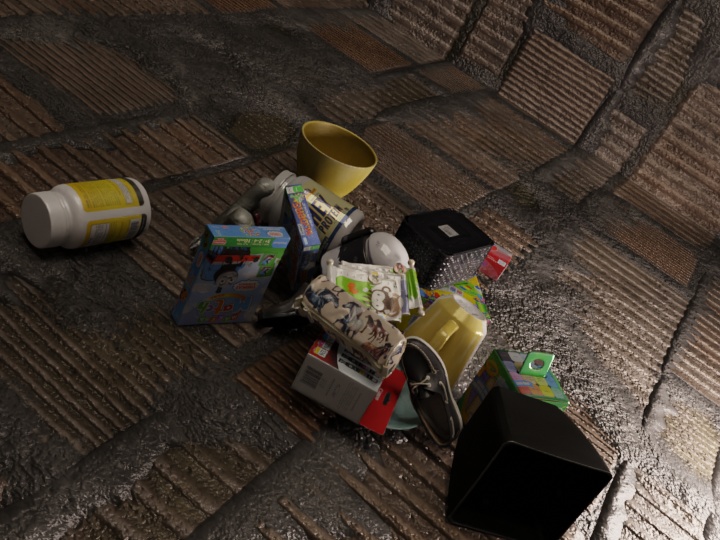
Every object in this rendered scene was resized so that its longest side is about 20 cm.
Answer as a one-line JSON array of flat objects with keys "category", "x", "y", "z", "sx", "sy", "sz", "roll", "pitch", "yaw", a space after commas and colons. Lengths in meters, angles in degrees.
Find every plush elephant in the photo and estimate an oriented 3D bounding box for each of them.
[{"category": "plush elephant", "x": -0.215, "y": -0.047, "z": 1.521, "sx": 0.155, "sy": 0.200, "sz": 0.165, "roll": 46, "pitch": 28, "yaw": -16}]

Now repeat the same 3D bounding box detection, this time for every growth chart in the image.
[{"category": "growth chart", "x": 0.026, "y": 0.038, "z": 1.426, "sx": 0.199, "sy": 0.018, "sz": 0.145, "roll": 2, "pitch": 55, "yaw": -26}]

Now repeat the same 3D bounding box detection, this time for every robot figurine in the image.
[{"category": "robot figurine", "x": 0.001, "y": 0.002, "z": 1.564, "sx": 0.151, "sy": 0.200, "sz": 0.125, "roll": 66, "pitch": 22, "yaw": -5}]

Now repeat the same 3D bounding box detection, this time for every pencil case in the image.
[{"category": "pencil case", "x": -0.014, "y": 0.094, "z": 1.296, "sx": 0.200, "sy": 0.078, "sz": 0.089, "roll": 36, "pitch": 47, "yaw": 17}]

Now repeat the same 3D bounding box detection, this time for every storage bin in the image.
[{"category": "storage bin", "x": 0.168, "y": -0.049, "z": 1.647, "sx": 0.135, "sy": 0.094, "sz": 0.200, "roll": 43, "pitch": 32, "yaw": 25}]

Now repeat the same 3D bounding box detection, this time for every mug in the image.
[{"category": "mug", "x": 0.167, "y": 0.137, "z": 1.508, "sx": 0.149, "sy": 0.153, "sz": 0.187, "roll": 31, "pitch": 16, "yaw": -21}]

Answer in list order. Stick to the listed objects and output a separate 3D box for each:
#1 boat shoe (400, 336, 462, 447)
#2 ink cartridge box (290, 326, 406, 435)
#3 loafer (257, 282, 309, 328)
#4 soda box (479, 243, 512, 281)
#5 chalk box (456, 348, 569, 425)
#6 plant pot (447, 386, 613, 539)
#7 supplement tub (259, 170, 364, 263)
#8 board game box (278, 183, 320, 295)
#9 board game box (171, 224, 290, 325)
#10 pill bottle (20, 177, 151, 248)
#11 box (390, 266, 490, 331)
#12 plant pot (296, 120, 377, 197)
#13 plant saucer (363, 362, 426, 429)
[{"category": "boat shoe", "x": 0.116, "y": 0.212, "z": 1.366, "sx": 0.201, "sy": 0.074, "sz": 0.060, "roll": 69, "pitch": 25, "yaw": -9}, {"category": "ink cartridge box", "x": 0.002, "y": 0.163, "z": 1.364, "sx": 0.175, "sy": 0.084, "sz": 0.200, "roll": 29, "pitch": 30, "yaw": 2}, {"category": "loafer", "x": -0.099, "y": 0.059, "z": 1.475, "sx": 0.199, "sy": 0.073, "sz": 0.072, "roll": -10, "pitch": 71, "yaw": -17}, {"category": "soda box", "x": 0.287, "y": -0.060, "z": 2.027, "sx": 0.200, "sy": 0.064, "sz": 0.070, "roll": 32, "pitch": 31, "yaw": 5}, {"category": "chalk box", "x": 0.291, "y": 0.232, "z": 1.460, "sx": 0.124, "sy": 0.200, "sz": 0.124, "roll": 11, "pitch": 35, "yaw": -27}, {"category": "plant pot", "x": 0.264, "y": 0.313, "z": 1.319, "sx": 0.199, "sy": 0.200, "sz": 0.178, "roll": 19, "pitch": 31, "yaw": -15}, {"category": "supplement tub", "x": -0.107, "y": -0.113, "z": 1.702, "sx": 0.200, "sy": 0.145, "sz": 0.145, "roll": 32, "pitch": 31, "yaw": 7}, {"category": "board game box", "x": -0.123, "y": -0.054, "z": 1.521, "sx": 0.034, "sy": 0.200, "sz": 0.136, "roll": -11, "pitch": 63, "yaw": -17}, {"category": "board game box", "x": -0.226, "y": 0.010, "z": 1.367, "sx": 0.151, "sy": 0.200, "sz": 0.037, "roll": -1, "pitch": 42, "yaw": -40}, {"category": "pill bottle", "x": -0.486, "y": -0.101, "z": 1.402, "sx": 0.114, "sy": 0.114, "sz": 0.200, "roll": 43, "pitch": 33, "yaw": 23}, {"category": "box", "x": 0.145, "y": 0.060, "z": 1.674, "sx": 0.199, "sy": 0.122, "sz": 0.193, "roll": 18, "pitch": 32, "yaw": -16}, {"category": "plant pot", "x": -0.079, "y": -0.253, "z": 1.936, "sx": 0.200, "sy": 0.142, "sz": 0.200, "roll": 21, "pitch": 31, "yaw": -14}, {"category": "plant saucer", "x": 0.029, "y": 0.220, "z": 1.423, "sx": 0.200, "sy": 0.039, "sz": 0.201, "roll": 20, "pitch": 31, "yaw": -13}]
